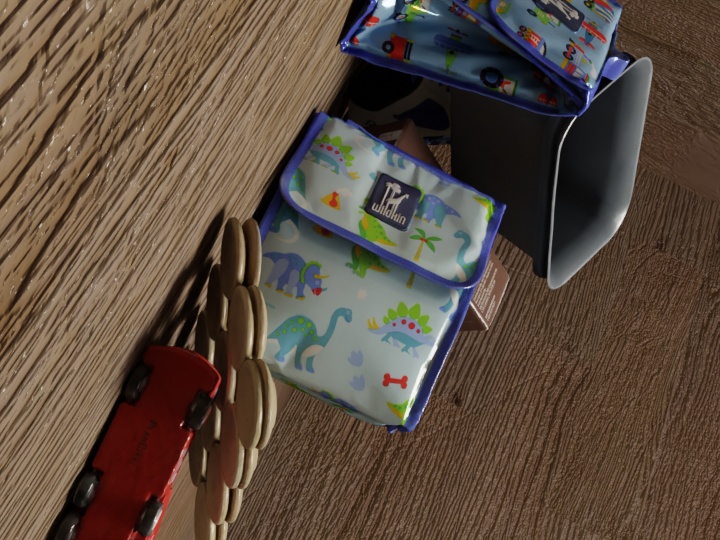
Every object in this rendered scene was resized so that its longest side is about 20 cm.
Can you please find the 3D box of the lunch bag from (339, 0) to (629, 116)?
[{"bbox_3d":[0.107,-0.190,0.824,0.094,0.199,0.151,-65,179,41],"label":"lunch bag"}]

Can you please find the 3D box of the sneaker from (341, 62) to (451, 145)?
[{"bbox_3d":[0.073,-0.170,1.001,0.115,0.198,0.081,89,-20,-63],"label":"sneaker"}]

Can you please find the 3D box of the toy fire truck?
[{"bbox_3d":[-0.141,0.143,0.670,0.141,0.048,0.201,115,-1,-83],"label":"toy fire truck"}]

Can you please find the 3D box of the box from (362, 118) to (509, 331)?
[{"bbox_3d":[0.043,-0.032,0.979,0.100,0.200,0.075,-8,-140,39],"label":"box"}]

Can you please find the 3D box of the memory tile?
[{"bbox_3d":[-0.086,0.077,0.691,0.201,0.017,0.154,115,-29,-49],"label":"memory tile"}]

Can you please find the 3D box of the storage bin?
[{"bbox_3d":[0.157,-0.113,0.938,0.145,0.134,0.201,-40,147,-26],"label":"storage bin"}]

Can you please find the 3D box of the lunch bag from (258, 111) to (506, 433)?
[{"bbox_3d":[0.000,0.000,0.831,0.201,0.169,0.127,-64,-177,-12],"label":"lunch bag"}]
